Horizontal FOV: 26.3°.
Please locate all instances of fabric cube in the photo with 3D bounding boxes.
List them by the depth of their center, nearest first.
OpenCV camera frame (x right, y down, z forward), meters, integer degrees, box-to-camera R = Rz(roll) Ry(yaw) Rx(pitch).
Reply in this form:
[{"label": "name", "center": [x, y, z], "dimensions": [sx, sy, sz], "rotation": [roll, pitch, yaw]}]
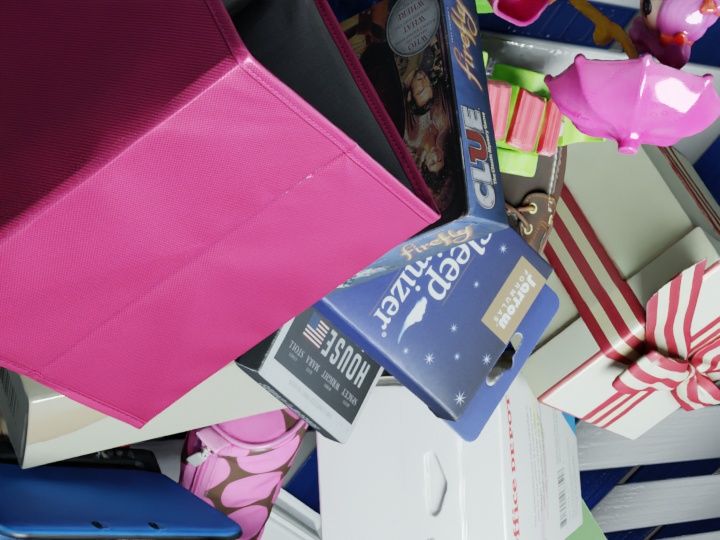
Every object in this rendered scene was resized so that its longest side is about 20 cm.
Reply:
[{"label": "fabric cube", "center": [-0.116, -0.076, 0.753], "dimensions": [0.198, 0.197, 0.200], "rotation": [-34, 149, 14]}]

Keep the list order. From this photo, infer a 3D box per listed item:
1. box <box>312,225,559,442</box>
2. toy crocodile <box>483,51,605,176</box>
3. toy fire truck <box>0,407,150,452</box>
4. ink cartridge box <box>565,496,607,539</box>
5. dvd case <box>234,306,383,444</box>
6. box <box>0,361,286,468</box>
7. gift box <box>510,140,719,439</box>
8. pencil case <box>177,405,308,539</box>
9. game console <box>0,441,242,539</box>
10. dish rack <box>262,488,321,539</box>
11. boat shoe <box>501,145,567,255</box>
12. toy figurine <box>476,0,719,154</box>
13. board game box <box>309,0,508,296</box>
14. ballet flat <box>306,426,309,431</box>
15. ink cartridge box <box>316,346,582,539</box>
[{"label": "box", "center": [0.042, 0.005, 0.958], "dimensions": [0.200, 0.032, 0.122], "rotation": [42, 72, -24]}, {"label": "toy crocodile", "center": [0.081, -0.094, 0.927], "dimensions": [0.199, 0.061, 0.068], "rotation": [4, 99, -53]}, {"label": "toy fire truck", "center": [-0.247, 0.117, 1.073], "dimensions": [0.199, 0.049, 0.141], "rotation": [-33, 148, 9]}, {"label": "ink cartridge box", "center": [0.119, 0.202, 1.332], "dimensions": [0.048, 0.201, 0.146], "rotation": [-3, 142, -38]}, {"label": "dvd case", "center": [0.000, 0.000, 1.009], "dimensions": [0.201, 0.025, 0.150], "rotation": [-64, 151, -12]}, {"label": "box", "center": [-0.139, 0.054, 1.023], "dimensions": [0.198, 0.095, 0.078], "rotation": [-12, 145, -26]}, {"label": "gift box", "center": [0.202, 0.002, 1.118], "dimensions": [0.200, 0.188, 0.184], "rotation": [-41, 147, 24]}, {"label": "pencil case", "center": [-0.101, 0.152, 1.140], "dimensions": [0.094, 0.090, 0.201], "rotation": [-51, 166, -42]}, {"label": "game console", "center": [-0.212, 0.179, 1.029], "dimensions": [0.199, 0.119, 0.171], "rotation": [11, 130, -45]}, {"label": "dish rack", "center": [-0.126, 0.258, 1.379], "dimensions": [0.171, 0.044, 0.200], "rotation": [-32, 149, 6]}, {"label": "boat shoe", "center": [0.095, -0.028, 1.036], "dimensions": [0.070, 0.070, 0.202], "rotation": [11, 109, -4]}, {"label": "toy figurine", "center": [0.148, -0.158, 0.845], "dimensions": [0.200, 0.185, 0.149], "rotation": [-44, 145, 25]}, {"label": "board game box", "center": [-0.016, -0.059, 0.846], "dimensions": [0.199, 0.137, 0.034], "rotation": [-22, 157, 37]}, {"label": "ballet flat", "center": [-0.051, 0.076, 1.159], "dimensions": [0.070, 0.071, 0.201], "rotation": [-8, 146, -29]}, {"label": "ink cartridge box", "center": [0.070, 0.140, 1.155], "dimensions": [0.143, 0.149, 0.200], "rotation": [-3, -178, 23]}]
